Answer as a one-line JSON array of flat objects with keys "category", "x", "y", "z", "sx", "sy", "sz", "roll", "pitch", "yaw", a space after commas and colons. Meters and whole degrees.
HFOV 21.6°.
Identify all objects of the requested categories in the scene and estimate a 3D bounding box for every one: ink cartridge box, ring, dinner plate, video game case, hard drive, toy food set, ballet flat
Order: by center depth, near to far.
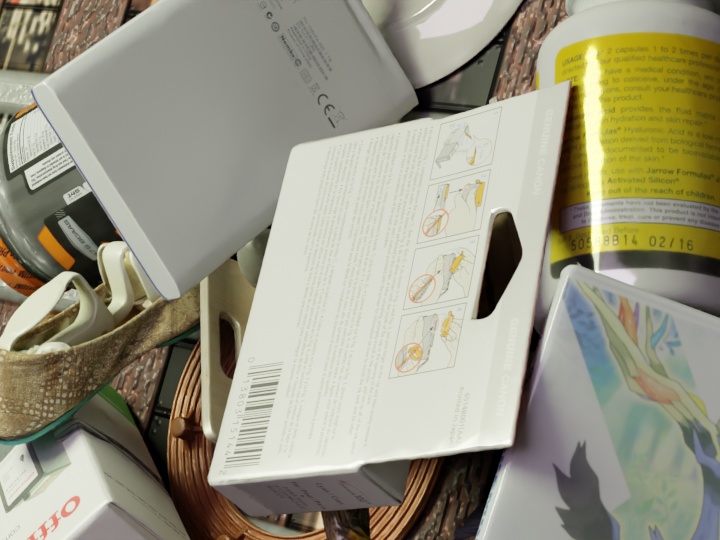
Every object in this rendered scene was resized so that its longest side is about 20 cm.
[{"category": "video game case", "x": 0.156, "y": 0.116, "z": 0.840, "sx": 0.198, "sy": 0.022, "sz": 0.184, "roll": 20, "pitch": 79, "yaw": -2}, {"category": "ink cartridge box", "x": 0.024, "y": 0.016, "z": 0.920, "sx": 0.175, "sy": 0.045, "sz": 0.202, "roll": -10, "pitch": 54, "yaw": 34}, {"category": "toy food set", "x": 0.000, "y": 0.000, "z": 1.019, "sx": 0.199, "sy": 0.060, "sz": 0.144, "roll": -28, "pitch": 41, "yaw": 20}, {"category": "hard drive", "x": -0.068, "y": -0.095, "z": 1.034, "sx": 0.200, "sy": 0.133, "sz": 0.025, "roll": -40, "pitch": 15, "yaw": -32}, {"category": "ballet flat", "x": -0.141, "y": 0.023, "z": 1.062, "sx": 0.070, "sy": 0.200, "sz": 0.066, "roll": 6, "pitch": 121, "yaw": 37}, {"category": "ink cartridge box", "x": -0.187, "y": 0.147, "z": 1.068, "sx": 0.145, "sy": 0.084, "sz": 0.200, "roll": -43, "pitch": 32, "yaw": 3}, {"category": "ring", "x": -0.036, "y": 0.085, "z": 1.076, "sx": 0.199, "sy": 0.019, "sz": 0.203, "roll": -13, "pitch": 66, "yaw": 33}, {"category": "dinner plate", "x": 0.024, "y": -0.203, "z": 1.132, "sx": 0.199, "sy": 0.024, "sz": 0.202, "roll": -13, "pitch": 67, "yaw": 33}]

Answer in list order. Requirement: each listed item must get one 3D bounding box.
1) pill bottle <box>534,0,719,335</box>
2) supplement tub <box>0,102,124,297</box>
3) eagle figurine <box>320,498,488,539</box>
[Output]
[{"category": "pill bottle", "x": 0.141, "y": -0.065, "z": 0.942, "sx": 0.110, "sy": 0.111, "sz": 0.202, "roll": -9, "pitch": 70, "yaw": 33}, {"category": "supplement tub", "x": -0.136, "y": -0.066, "z": 1.135, "sx": 0.199, "sy": 0.122, "sz": 0.124, "roll": -28, "pitch": 60, "yaw": 26}, {"category": "eagle figurine", "x": 0.084, "y": 0.144, "z": 0.922, "sx": 0.198, "sy": 0.151, "sz": 0.153, "roll": -11, "pitch": 109, "yaw": 1}]
